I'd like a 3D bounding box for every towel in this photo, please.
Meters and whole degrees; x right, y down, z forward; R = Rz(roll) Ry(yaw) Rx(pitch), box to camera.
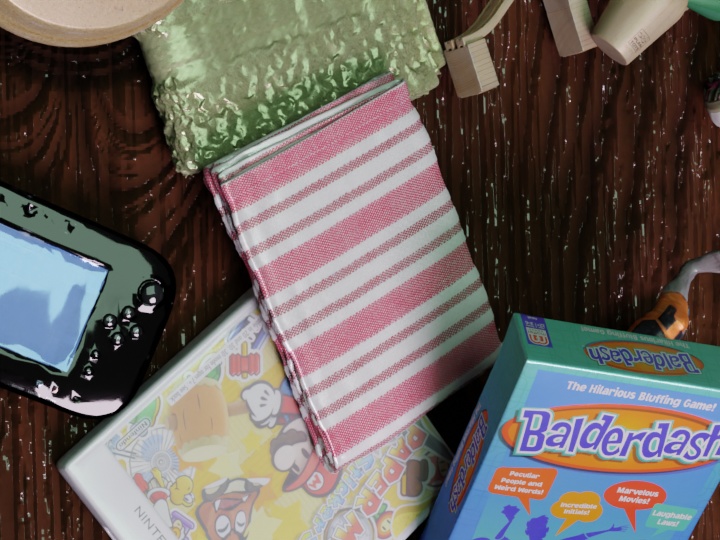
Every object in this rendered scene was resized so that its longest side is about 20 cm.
[{"bbox_3d":[0.000,0.000,1.108,0.146,0.030,0.202,-30,108,-27],"label":"towel"},{"bbox_3d":[-0.046,-0.150,1.110,0.199,0.036,0.150,-25,101,-26],"label":"towel"}]

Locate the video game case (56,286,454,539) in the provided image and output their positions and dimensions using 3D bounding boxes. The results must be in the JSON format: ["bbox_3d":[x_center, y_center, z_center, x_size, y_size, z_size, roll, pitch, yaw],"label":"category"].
[{"bbox_3d":[-0.053,0.120,1.107,0.200,0.023,0.183,-42,107,-22],"label":"video game case"}]

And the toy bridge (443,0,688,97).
[{"bbox_3d":[0.133,-0.174,1.196,0.199,0.027,0.068,-25,100,-32],"label":"toy bridge"}]

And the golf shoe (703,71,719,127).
[{"bbox_3d":[0.324,-0.123,1.276,0.198,0.072,0.093,-19,99,-26],"label":"golf shoe"}]

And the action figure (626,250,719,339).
[{"bbox_3d":[0.170,0.103,1.201,0.192,0.105,0.202,-28,126,-18],"label":"action figure"}]

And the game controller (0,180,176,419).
[{"bbox_3d":[-0.201,0.007,1.024,0.199,0.042,0.105,24,78,-24],"label":"game controller"}]

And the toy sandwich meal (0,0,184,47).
[{"bbox_3d":[-0.158,-0.221,0.995,0.203,0.070,0.207,-14,118,-28],"label":"toy sandwich meal"}]

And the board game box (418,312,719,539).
[{"bbox_3d":[0.132,0.125,1.108,0.150,0.045,0.201,9,126,-14],"label":"board game box"}]

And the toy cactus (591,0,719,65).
[{"bbox_3d":[0.216,-0.199,1.177,0.165,0.102,0.200,-51,144,-2],"label":"toy cactus"}]
